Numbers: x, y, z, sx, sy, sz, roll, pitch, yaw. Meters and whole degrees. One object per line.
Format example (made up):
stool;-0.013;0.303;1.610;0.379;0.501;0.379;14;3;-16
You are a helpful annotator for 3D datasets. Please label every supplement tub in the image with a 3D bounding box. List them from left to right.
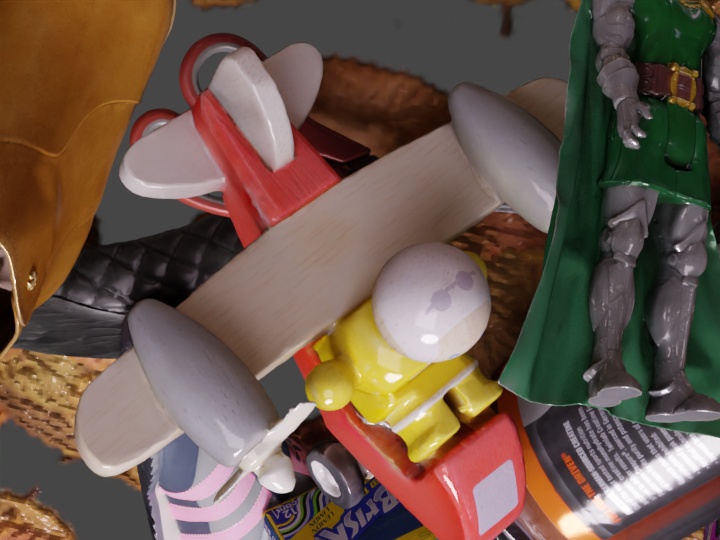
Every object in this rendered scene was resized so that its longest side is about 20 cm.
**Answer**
supplement tub;0.125;0.059;0.932;0.200;0.107;0.107;-35;112;30

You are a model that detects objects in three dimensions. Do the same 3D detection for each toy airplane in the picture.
toy airplane;0.000;0.000;0.854;0.198;0.201;0.141;16;172;-26

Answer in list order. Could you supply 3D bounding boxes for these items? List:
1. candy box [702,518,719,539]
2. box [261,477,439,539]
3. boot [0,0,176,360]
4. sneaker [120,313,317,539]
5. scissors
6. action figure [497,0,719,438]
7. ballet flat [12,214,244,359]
candy box;0.175;0.182;0.950;0.061;0.200;0.137;6;125;7
box;0.016;0.184;1.031;0.070;0.064;0.201;-25;131;-12
boot;-0.127;-0.058;0.878;0.070;0.144;0.202;16;125;-1
sneaker;-0.061;0.079;0.993;0.082;0.070;0.200;-12;144;-7
scissors;0.002;-0.034;0.930;0.199;0.014;0.073;24;85;-9
action figure;0.111;-0.045;0.832;0.118;0.201;0.055;16;160;-35
ballet flat;-0.094;0.002;0.981;0.199;0.057;0.066;-7;150;21
